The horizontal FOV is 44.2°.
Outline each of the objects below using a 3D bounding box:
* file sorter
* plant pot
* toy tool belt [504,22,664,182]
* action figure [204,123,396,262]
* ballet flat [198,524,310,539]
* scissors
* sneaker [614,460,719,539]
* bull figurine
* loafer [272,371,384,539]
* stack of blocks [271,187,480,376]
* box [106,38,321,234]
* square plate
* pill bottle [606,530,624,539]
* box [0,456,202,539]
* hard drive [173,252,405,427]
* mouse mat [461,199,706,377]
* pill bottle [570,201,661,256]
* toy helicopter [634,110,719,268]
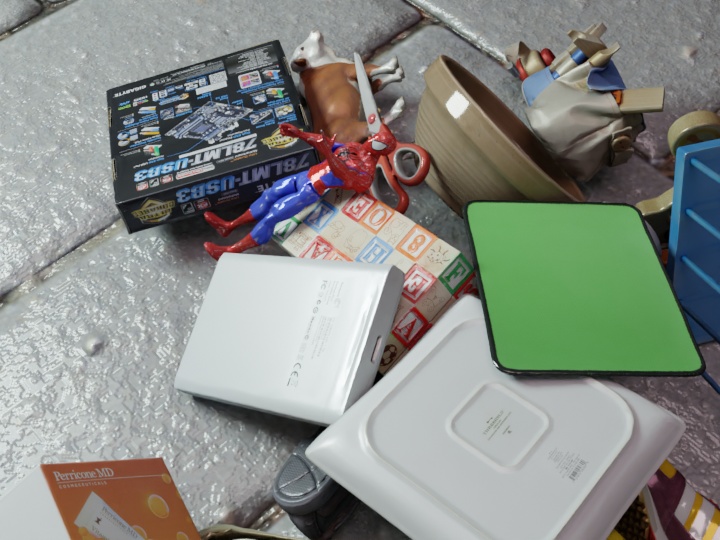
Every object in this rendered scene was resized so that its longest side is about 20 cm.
[{"bbox_3d":[0.349,-0.002,0.734,0.139,0.200,0.123,-13,32,-9],"label":"file sorter"},{"bbox_3d":[0.119,-0.106,0.864,0.093,0.201,0.201,-45,58,19],"label":"plant pot"},{"bbox_3d":[0.238,-0.193,0.924,0.123,0.125,0.200,-34,37,24],"label":"toy tool belt"},{"bbox_3d":[-0.067,-0.085,0.790,0.200,0.099,0.065,-25,47,16],"label":"action figure"},{"bbox_3d":[-0.041,0.232,0.670,0.200,0.069,0.070,9,56,5],"label":"ballet flat"},{"bbox_3d":[0.011,-0.135,0.874,0.014,0.073,0.200,12,38,-41],"label":"scissors"},{"bbox_3d":[0.256,0.202,0.695,0.090,0.075,0.200,-11,62,-18],"label":"sneaker"},{"bbox_3d":[-0.011,-0.181,0.952,0.121,0.065,0.200,-14,59,10],"label":"bull figurine"},{"bbox_3d":[0.005,0.140,0.748,0.072,0.063,0.200,9,43,43],"label":"loafer"},{"bbox_3d":[0.000,0.000,0.787,0.115,0.059,0.200,-48,45,-4],"label":"stack of blocks"},{"bbox_3d":[-0.155,-0.142,0.907,0.200,0.050,0.199,-17,48,-3],"label":"box"},{"bbox_3d":[0.098,0.114,0.626,0.198,0.028,0.200,32,56,26],"label":"square plate"},{"bbox_3d":[0.125,0.209,0.648,0.113,0.113,0.200,-35,63,-22],"label":"pill bottle"},{"bbox_3d":[-0.164,0.238,0.600,0.097,0.124,0.200,-41,65,17],"label":"box"},{"bbox_3d":[-0.064,0.053,0.739,0.200,0.027,0.132,5,70,41],"label":"hard drive"},{"bbox_3d":[0.171,0.008,0.710,0.161,0.008,0.200,1,42,-4],"label":"mouse mat"},{"bbox_3d":[0.177,0.031,0.783,0.113,0.113,0.200,35,62,22],"label":"pill bottle"},{"bbox_3d":[0.314,-0.070,0.800,0.132,0.200,0.079,-10,54,14],"label":"toy helicopter"}]
